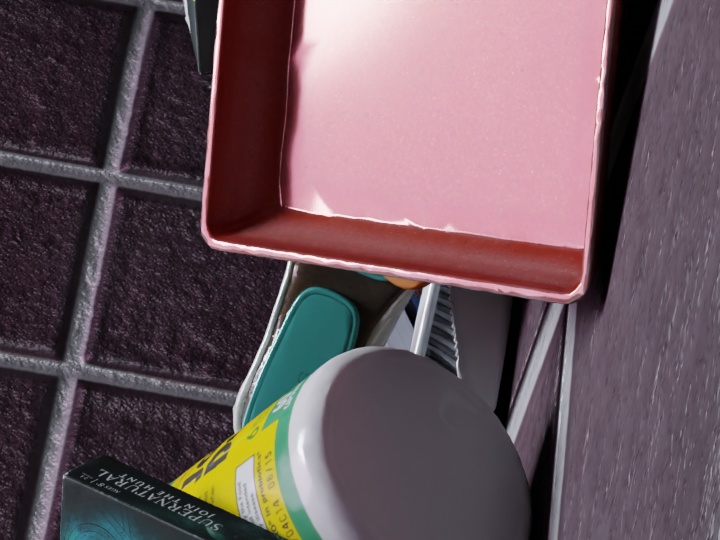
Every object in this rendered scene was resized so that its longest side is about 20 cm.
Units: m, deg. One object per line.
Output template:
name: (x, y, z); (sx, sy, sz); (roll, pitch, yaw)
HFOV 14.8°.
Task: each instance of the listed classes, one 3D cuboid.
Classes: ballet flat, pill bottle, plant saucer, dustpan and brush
ballet flat: (0.000, 0.000, 1.274); (0.069, 0.069, 0.200); (-91, 26, -76)
pill bottle: (-0.033, 0.122, 1.127); (0.200, 0.113, 0.113); (-39, 32, 41)
plant saucer: (0.027, -0.097, 1.070); (0.037, 0.200, 0.200); (0, -84, -48)
dustpan and brush: (0.043, -0.008, 1.328); (0.140, 0.057, 0.201); (117, 163, -81)

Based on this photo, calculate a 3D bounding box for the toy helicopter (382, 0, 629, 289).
toy helicopter: (0.046, -0.089, 1.137); (0.132, 0.079, 0.200); (57, 147, 7)

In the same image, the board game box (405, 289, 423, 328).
board game box: (0.008, -0.028, 1.488); (0.152, 0.037, 0.200); (59, 175, 0)

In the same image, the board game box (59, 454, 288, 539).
board game box: (-0.035, 0.166, 1.050); (0.028, 0.200, 0.136); (-23, -54, -49)

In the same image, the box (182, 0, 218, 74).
box: (-0.039, -0.212, 1.416); (0.200, 0.124, 0.149); (-106, 12, -58)

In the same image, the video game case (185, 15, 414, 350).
video game case: (-0.023, -0.032, 1.437); (0.200, 0.017, 0.143); (56, 176, 37)
